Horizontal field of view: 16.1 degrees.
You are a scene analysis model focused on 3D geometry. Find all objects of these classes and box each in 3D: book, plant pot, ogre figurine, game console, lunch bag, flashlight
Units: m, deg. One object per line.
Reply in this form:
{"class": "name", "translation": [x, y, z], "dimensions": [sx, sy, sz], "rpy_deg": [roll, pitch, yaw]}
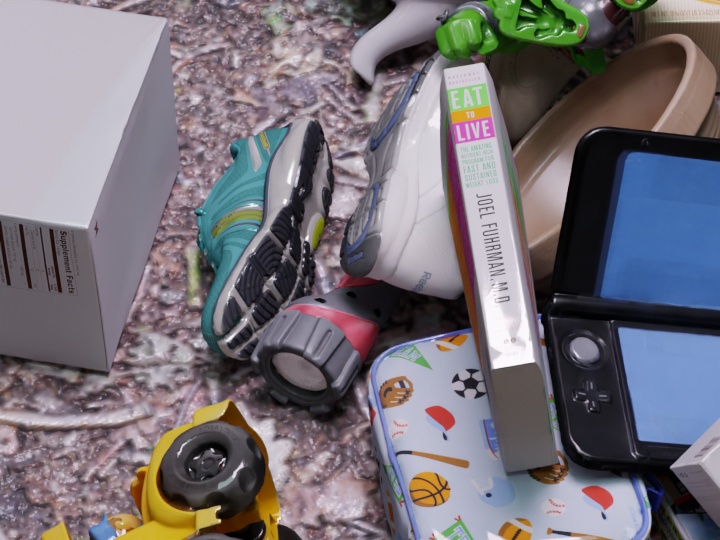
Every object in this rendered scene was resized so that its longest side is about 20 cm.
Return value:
{"class": "book", "translation": [0.078, -0.002, 1.488], "dimensions": [0.048, 0.134, 0.201], "rpy_deg": [-9, 60, 3]}
{"class": "plant pot", "translation": [0.169, -0.050, 1.646], "dimensions": [0.093, 0.201, 0.201], "rpy_deg": [43, 53, -15]}
{"class": "ogre figurine", "translation": [0.142, -0.177, 1.671], "dimensions": [0.200, 0.120, 0.098], "rpy_deg": [-38, 94, -4]}
{"class": "game console", "translation": [0.219, 0.024, 1.523], "dimensions": [0.199, 0.117, 0.177], "rpy_deg": [5, 49, -13]}
{"class": "lunch bag", "translation": [0.093, 0.123, 1.540], "dimensions": [0.159, 0.076, 0.201], "rpy_deg": [-10, 50, -7]}
{"class": "flashlight", "translation": [0.000, 0.000, 1.653], "dimensions": [0.068, 0.068, 0.200], "rpy_deg": [13, 51, 22]}

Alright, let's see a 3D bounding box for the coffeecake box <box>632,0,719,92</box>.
{"class": "coffeecake box", "translation": [0.270, -0.224, 1.833], "dimensions": [0.152, 0.073, 0.201], "rpy_deg": [-1, 49, 1]}

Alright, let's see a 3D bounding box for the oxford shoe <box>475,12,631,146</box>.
{"class": "oxford shoe", "translation": [0.141, -0.172, 1.755], "dimensions": [0.074, 0.071, 0.201], "rpy_deg": [13, 74, 43]}

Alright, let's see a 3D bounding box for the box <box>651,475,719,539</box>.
{"class": "box", "translation": [0.277, 0.127, 1.561], "dimensions": [0.199, 0.035, 0.110], "rpy_deg": [-18, 52, -14]}

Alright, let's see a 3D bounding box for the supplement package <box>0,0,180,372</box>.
{"class": "supplement package", "translation": [-0.239, -0.064, 1.657], "dimensions": [0.199, 0.148, 0.192], "rpy_deg": [9, 50, 9]}

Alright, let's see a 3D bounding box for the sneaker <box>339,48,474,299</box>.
{"class": "sneaker", "translation": [0.047, -0.060, 1.643], "dimensions": [0.087, 0.075, 0.201], "rpy_deg": [26, 53, -14]}

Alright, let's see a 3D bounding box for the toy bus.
{"class": "toy bus", "translation": [-0.128, 0.195, 1.464], "dimensions": [0.191, 0.136, 0.201], "rpy_deg": [-14, 47, 10]}

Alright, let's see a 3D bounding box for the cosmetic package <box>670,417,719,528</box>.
{"class": "cosmetic package", "translation": [0.280, 0.078, 1.493], "dimensions": [0.200, 0.051, 0.083], "rpy_deg": [-42, 94, -18]}

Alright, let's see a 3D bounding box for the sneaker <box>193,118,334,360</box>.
{"class": "sneaker", "translation": [-0.072, -0.018, 1.680], "dimensions": [0.079, 0.078, 0.201], "rpy_deg": [-6, 42, 22]}

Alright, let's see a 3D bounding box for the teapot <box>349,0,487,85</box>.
{"class": "teapot", "translation": [0.031, -0.271, 1.810], "dimensions": [0.145, 0.198, 0.201], "rpy_deg": [-8, 38, 8]}
